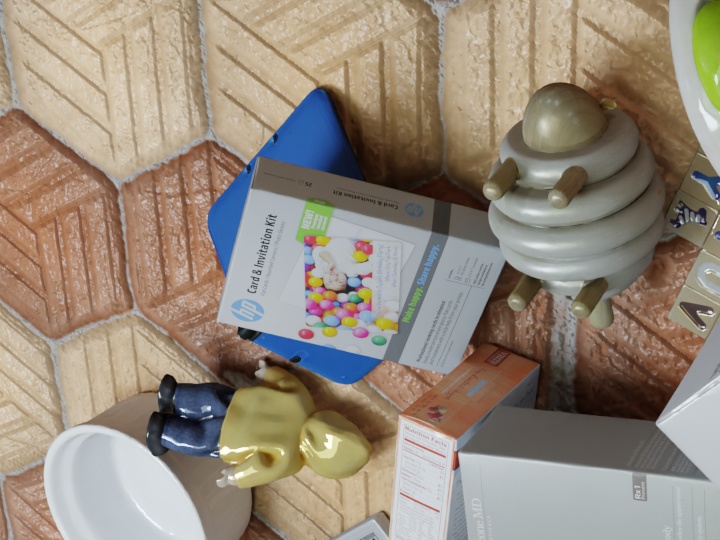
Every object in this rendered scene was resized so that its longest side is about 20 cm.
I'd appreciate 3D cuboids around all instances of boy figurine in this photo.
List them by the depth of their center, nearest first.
[{"bbox_3d":[-0.086,0.138,1.326,0.199,0.125,0.065,7,149,7],"label":"boy figurine"}]

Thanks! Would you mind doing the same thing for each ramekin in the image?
[{"bbox_3d":[-0.202,0.217,1.447,0.200,0.098,0.201,15,121,27],"label":"ramekin"}]

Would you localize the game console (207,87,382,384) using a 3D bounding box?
[{"bbox_3d":[-0.021,-0.023,1.248,0.170,0.119,0.200,27,135,-20],"label":"game console"}]

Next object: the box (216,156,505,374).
[{"bbox_3d":[0.000,0.000,1.153,0.199,0.041,0.156,15,136,-5],"label":"box"}]

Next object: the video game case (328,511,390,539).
[{"bbox_3d":[0.033,0.334,1.402,0.143,0.018,0.200,-36,91,40],"label":"video game case"}]

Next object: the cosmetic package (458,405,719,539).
[{"bbox_3d":[0.178,0.168,1.081,0.199,0.090,0.107,0,111,26],"label":"cosmetic package"}]

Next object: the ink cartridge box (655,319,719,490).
[{"bbox_3d":[0.314,0.117,1.001,0.200,0.145,0.084,46,131,0],"label":"ink cartridge box"}]

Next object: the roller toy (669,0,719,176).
[{"bbox_3d":[0.283,-0.133,0.874,0.139,0.200,0.183,-16,127,39],"label":"roller toy"}]

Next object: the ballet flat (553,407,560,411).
[{"bbox_3d":[0.216,0.169,1.160,0.199,0.076,0.064,25,92,15],"label":"ballet flat"}]

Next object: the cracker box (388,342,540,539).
[{"bbox_3d":[0.081,0.177,1.207,0.058,0.134,0.201,22,124,28],"label":"cracker box"}]

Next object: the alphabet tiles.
[{"bbox_3d":[0.296,-0.018,1.040,0.167,0.008,0.201,31,127,17],"label":"alphabet tiles"}]

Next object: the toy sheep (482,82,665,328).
[{"bbox_3d":[0.151,-0.041,1.046,0.137,0.138,0.201,10,129,30],"label":"toy sheep"}]
